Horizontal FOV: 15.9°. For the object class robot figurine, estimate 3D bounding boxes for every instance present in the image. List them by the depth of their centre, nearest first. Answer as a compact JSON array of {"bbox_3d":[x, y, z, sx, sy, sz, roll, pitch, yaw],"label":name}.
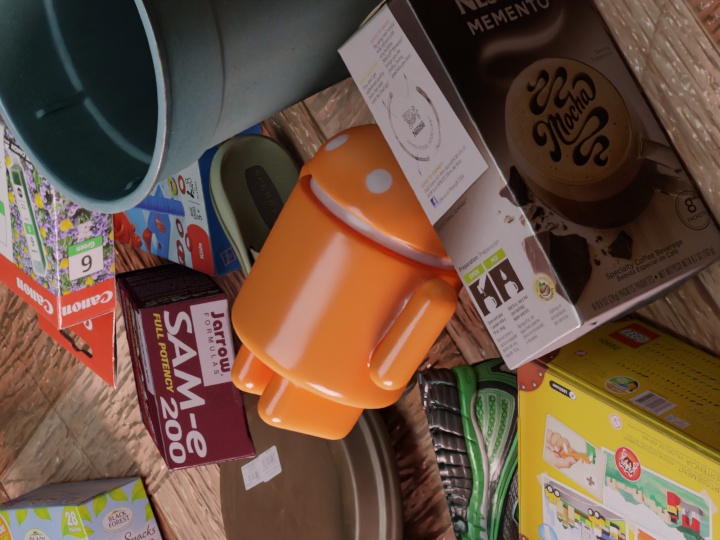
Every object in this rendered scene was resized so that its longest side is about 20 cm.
[{"bbox_3d":[-0.001,-0.001,1.507,0.117,0.144,0.200,29,106,-1],"label":"robot figurine"}]

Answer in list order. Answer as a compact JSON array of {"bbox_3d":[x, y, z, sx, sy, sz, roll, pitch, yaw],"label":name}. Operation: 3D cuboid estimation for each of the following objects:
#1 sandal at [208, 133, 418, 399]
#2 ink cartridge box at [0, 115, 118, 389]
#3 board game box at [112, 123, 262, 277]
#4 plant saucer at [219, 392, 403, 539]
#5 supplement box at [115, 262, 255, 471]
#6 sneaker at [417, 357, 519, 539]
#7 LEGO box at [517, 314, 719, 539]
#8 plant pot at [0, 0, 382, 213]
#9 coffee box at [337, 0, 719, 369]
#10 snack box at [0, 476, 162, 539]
[{"bbox_3d":[-0.032,-0.003,1.611,0.201,0.080,0.057,59,148,13],"label":"sandal"},{"bbox_3d":[-0.218,-0.017,1.782,0.109,0.050,0.200,34,134,43],"label":"ink cartridge box"},{"bbox_3d":[-0.147,-0.114,1.724,0.196,0.056,0.200,18,124,48],"label":"board game box"},{"bbox_3d":[-0.039,0.153,1.714,0.200,0.029,0.200,9,101,56],"label":"plant saucer"},{"bbox_3d":[-0.118,0.059,1.703,0.200,0.061,0.109,-151,50,-78],"label":"supplement box"},{"bbox_3d":[0.093,0.133,1.523,0.078,0.085,0.200,-102,-1,-47],"label":"sneaker"},{"bbox_3d":[0.178,0.128,1.400,0.200,0.077,0.149,29,131,43],"label":"LEGO box"},{"bbox_3d":[-0.096,-0.159,1.500,0.200,0.196,0.200,31,132,40],"label":"plant pot"},{"bbox_3d":[0.091,-0.065,1.375,0.200,0.113,0.080,61,146,7],"label":"coffee box"},{"bbox_3d":[-0.202,0.266,2.021,0.169,0.068,0.200,-12,98,57],"label":"snack box"}]
